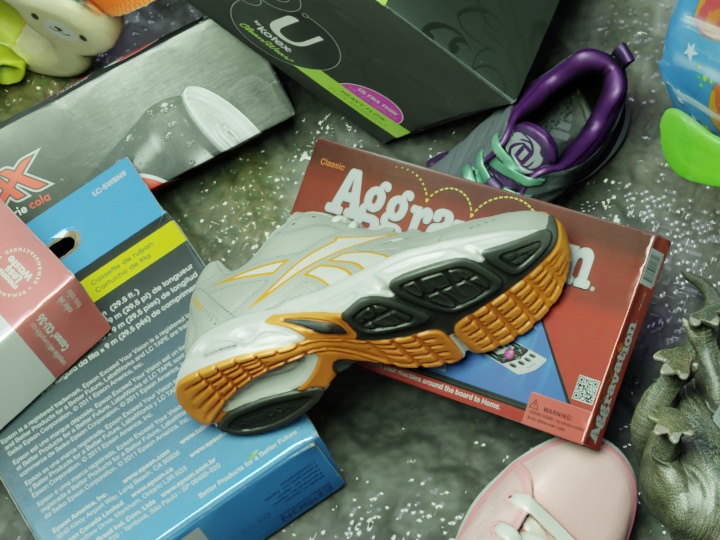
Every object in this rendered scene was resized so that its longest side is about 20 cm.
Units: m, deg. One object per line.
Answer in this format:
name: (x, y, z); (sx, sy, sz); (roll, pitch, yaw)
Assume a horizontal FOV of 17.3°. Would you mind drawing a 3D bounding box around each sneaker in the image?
sneaker: (0.000, 0.000, 1.108); (0.200, 0.076, 0.092); (-19, 50, 17)
sneaker: (0.057, -0.040, 1.176); (0.074, 0.088, 0.200); (42, 79, 7)
sneaker: (0.060, 0.159, 1.059); (0.075, 0.105, 0.200); (44, 84, -5)

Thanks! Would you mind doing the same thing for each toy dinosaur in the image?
toy dinosaur: (0.152, 0.082, 1.094); (0.077, 0.102, 0.200); (-4, 44, -14)

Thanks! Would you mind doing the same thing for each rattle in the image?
rattle: (-0.195, -0.113, 1.256); (0.200, 0.130, 0.143); (12, 52, 46)

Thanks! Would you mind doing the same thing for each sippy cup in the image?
sippy cup: (0.222, -0.099, 1.150); (0.130, 0.178, 0.140); (28, 102, 39)

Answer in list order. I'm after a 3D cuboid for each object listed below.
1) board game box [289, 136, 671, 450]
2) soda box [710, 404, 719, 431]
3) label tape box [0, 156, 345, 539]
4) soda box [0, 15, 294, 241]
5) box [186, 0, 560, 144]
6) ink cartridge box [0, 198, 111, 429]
board game box: (0.044, 0.008, 1.132); (0.200, 0.019, 0.103); (18, 86, 35)
soda box: (0.257, 0.044, 1.039); (0.200, 0.068, 0.063); (-13, 54, -28)
label tape box: (-0.120, 0.063, 1.197); (0.144, 0.063, 0.200); (-34, 59, -3)
soda box: (-0.136, -0.067, 1.257); (0.200, 0.063, 0.071); (-28, 97, 2)
box: (0.028, -0.193, 1.215); (0.124, 0.148, 0.200); (-15, 47, 57)
ink cartridge box: (-0.238, 0.047, 1.160); (0.200, 0.068, 0.116); (-43, 64, -8)
